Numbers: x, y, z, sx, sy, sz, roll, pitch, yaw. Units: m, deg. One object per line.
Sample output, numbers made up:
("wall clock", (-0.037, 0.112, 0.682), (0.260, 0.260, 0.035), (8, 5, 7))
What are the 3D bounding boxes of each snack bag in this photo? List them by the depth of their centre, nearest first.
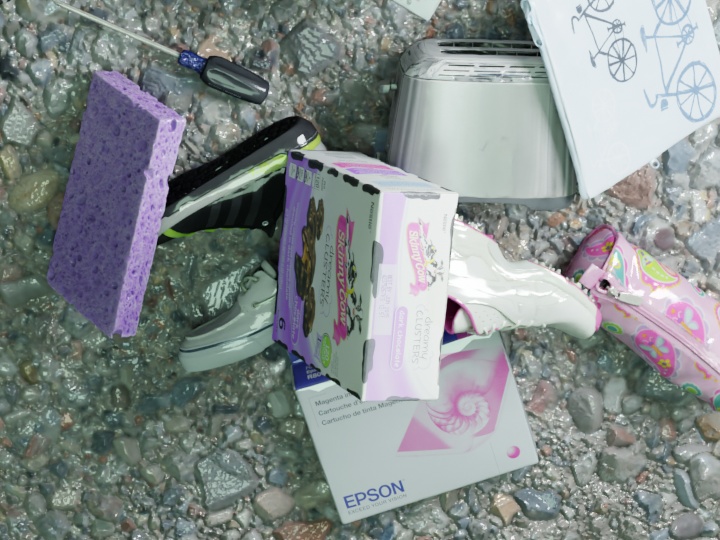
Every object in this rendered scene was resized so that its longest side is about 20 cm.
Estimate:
("snack bag", (0.225, -0.177, 1.602), (0.199, 0.021, 0.190), (-33, 115, -30))

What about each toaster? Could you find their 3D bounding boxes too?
("toaster", (0.112, -0.124, 1.623), (0.197, 0.114, 0.131), (2, 108, -2))

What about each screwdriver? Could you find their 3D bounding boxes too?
("screwdriver", (-0.169, -0.188, 1.626), (0.198, 0.029, 0.028), (22, 108, -16))

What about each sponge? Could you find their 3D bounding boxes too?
("sponge", (-0.212, -0.057, 1.636), (0.030, 0.111, 0.202), (-3, 117, -42))

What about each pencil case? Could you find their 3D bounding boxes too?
("pencil case", (0.270, 0.043, 1.707), (0.199, 0.088, 0.088), (36, 105, -15))

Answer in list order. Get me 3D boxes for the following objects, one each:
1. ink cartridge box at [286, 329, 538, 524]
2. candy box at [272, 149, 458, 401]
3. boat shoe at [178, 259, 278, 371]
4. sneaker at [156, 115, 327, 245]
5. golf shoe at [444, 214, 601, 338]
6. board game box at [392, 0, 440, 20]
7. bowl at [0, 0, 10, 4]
("ink cartridge box", (0.044, 0.113, 1.744), (0.194, 0.043, 0.202), (-18, 111, 4))
("candy box", (0.000, 0.000, 1.561), (0.071, 0.200, 0.170), (1, 102, -24))
("boat shoe", (-0.077, 0.021, 1.694), (0.198, 0.074, 0.067), (-25, 105, -8))
("sneaker", (-0.107, -0.055, 1.658), (0.199, 0.072, 0.083), (-28, 110, 7))
("golf shoe", (0.113, 0.024, 1.621), (0.199, 0.075, 0.092), (26, 76, -20))
("board game box", (-0.021, -0.288, 1.538), (0.199, 0.148, 0.065), (29, 104, -13))
("bowl", (-0.327, -0.303, 1.545), (0.198, 0.094, 0.203), (-1, 109, -3))
